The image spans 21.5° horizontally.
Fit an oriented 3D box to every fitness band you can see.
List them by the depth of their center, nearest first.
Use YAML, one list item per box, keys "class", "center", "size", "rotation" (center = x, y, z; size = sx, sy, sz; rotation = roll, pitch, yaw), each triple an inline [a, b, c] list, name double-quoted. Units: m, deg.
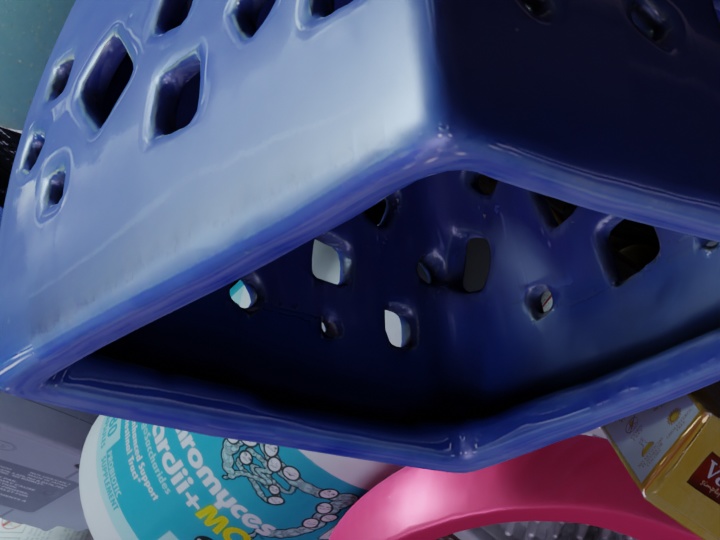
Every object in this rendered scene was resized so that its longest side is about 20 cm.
- class: "fitness band"
  center: [0.077, 0.113, 0.740]
  size: [0.199, 0.038, 0.143]
  rotation: [23, 139, -39]

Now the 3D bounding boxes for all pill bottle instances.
- class: "pill bottle"
  center: [-0.023, 0.055, 0.761]
  size: [0.110, 0.111, 0.200]
  rotation: [35, 133, -14]

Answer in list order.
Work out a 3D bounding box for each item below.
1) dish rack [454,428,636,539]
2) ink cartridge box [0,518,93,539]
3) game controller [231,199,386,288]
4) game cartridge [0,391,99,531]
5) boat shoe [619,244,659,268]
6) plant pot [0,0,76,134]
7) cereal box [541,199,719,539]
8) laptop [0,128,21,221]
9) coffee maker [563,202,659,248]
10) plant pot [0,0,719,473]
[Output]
- class: "dish rack"
  center: [0.104, 0.100, 0.847]
  size: [0.171, 0.044, 0.200]
  rotation: [-4, 145, 46]
- class: "ink cartridge box"
  center: [-0.146, 0.155, 1.000]
  size: [0.198, 0.161, 0.047]
  rotation: [-4, 130, 25]
- class: "game controller"
  center: [0.000, 0.000, 0.819]
  size: [0.198, 0.042, 0.104]
  rotation: [5, 154, -25]
- class: "game cartridge"
  center: [-0.197, 0.072, 0.889]
  size: [0.199, 0.041, 0.133]
  rotation: [21, 155, -26]
- class: "boat shoe"
  center: [0.165, 0.058, 0.857]
  size: [0.200, 0.074, 0.065]
  rotation: [40, 151, -21]
- class: "plant pot"
  center: [-0.092, -0.130, 0.704]
  size: [0.199, 0.200, 0.136]
  rotation: [20, 102, 2]
- class: "cereal box"
  center: [0.133, 0.056, 0.694]
  size: [0.143, 0.200, 0.040]
  rotation: [34, 102, -20]
- class: "laptop"
  center: [-0.143, 0.004, 0.847]
  size: [0.199, 0.104, 0.177]
  rotation: [9, 162, 27]
- class: "coffee maker"
  center: [0.175, -0.027, 0.674]
  size: [0.199, 0.193, 0.135]
  rotation: [19, 153, 5]
- class: "plant pot"
  center: [0.021, -0.060, 0.560]
  size: [0.199, 0.181, 0.199]
  rotation: [14, 152, -39]
